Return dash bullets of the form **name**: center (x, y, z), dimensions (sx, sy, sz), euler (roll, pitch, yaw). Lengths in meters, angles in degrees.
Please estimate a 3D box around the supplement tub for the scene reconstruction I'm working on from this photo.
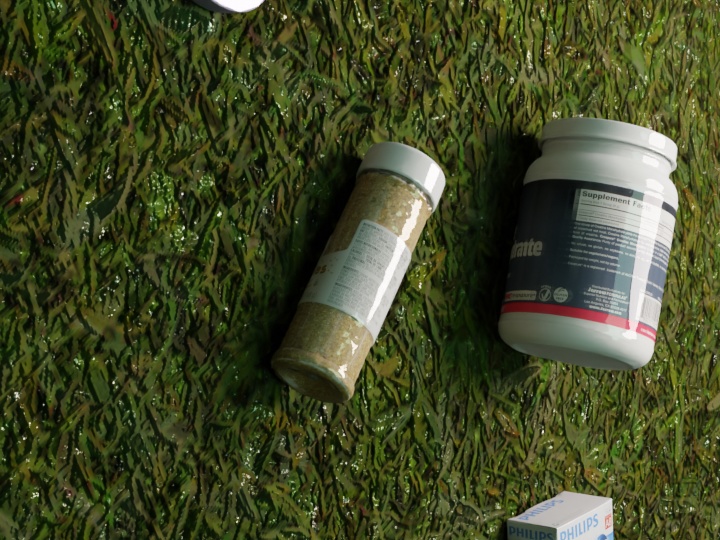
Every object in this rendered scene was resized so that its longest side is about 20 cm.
- **supplement tub**: center (0.205, -0.021, 1.481), dimensions (0.140, 0.139, 0.202), euler (23, 75, -51)

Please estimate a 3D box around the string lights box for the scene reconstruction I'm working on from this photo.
- **string lights box**: center (0.190, 0.319, 1.561), dimensions (0.102, 0.059, 0.202), euler (-15, 105, -50)

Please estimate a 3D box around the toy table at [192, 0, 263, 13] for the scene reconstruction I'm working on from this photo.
- **toy table**: center (-0.073, -0.271, 1.112), dimensions (0.185, 0.116, 0.201), euler (-59, 134, -31)

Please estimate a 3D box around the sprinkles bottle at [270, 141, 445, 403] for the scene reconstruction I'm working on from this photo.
- **sprinkles bottle**: center (0.000, 0.000, 1.272), dimensions (0.068, 0.068, 0.201), euler (49, 56, -43)
